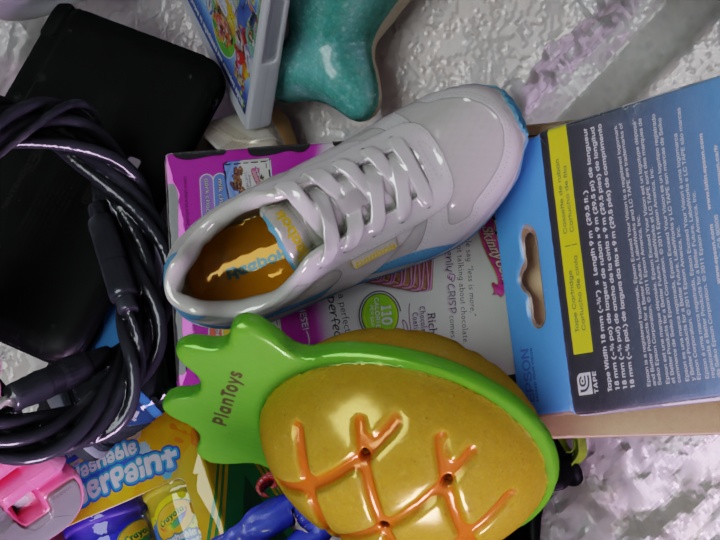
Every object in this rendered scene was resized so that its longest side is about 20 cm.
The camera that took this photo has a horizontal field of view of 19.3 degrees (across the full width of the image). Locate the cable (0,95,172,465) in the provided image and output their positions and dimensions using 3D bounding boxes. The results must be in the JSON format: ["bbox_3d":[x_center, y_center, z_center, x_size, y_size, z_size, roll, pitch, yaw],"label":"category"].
[{"bbox_3d":[-0.169,-0.001,1.122,0.051,0.163,0.200,-32,31,59],"label":"cable"}]

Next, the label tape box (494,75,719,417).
[{"bbox_3d":[0.152,-0.008,1.016,0.200,0.063,0.145,-13,82,57],"label":"label tape box"}]

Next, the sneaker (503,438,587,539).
[{"bbox_3d":[0.051,0.157,1.147,0.083,0.072,0.200,40,110,24],"label":"sneaker"}]

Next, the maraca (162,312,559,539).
[{"bbox_3d":[0.001,0.080,1.053,0.199,0.107,0.137,17,134,-2],"label":"maraca"}]

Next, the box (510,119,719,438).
[{"bbox_3d":[0.176,0.002,1.066,0.199,0.021,0.164,-3,87,16],"label":"box"}]

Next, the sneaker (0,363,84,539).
[{"bbox_3d":[-0.231,0.071,1.193,0.079,0.200,0.095,-31,39,-10],"label":"sneaker"}]

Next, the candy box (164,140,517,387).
[{"bbox_3d":[0.000,0.000,1.138,0.199,0.061,0.137,-3,86,3],"label":"candy box"}]

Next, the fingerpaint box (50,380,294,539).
[{"bbox_3d":[-0.139,0.176,1.264,0.200,0.073,0.167,-25,75,29],"label":"fingerpaint box"}]

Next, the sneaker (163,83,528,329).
[{"bbox_3d":[-0.006,-0.027,1.055,0.200,0.081,0.077,-31,85,11],"label":"sneaker"}]

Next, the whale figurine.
[{"bbox_3d":[-0.013,-0.187,1.175,0.159,0.104,0.201,19,99,31],"label":"whale figurine"}]

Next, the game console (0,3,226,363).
[{"bbox_3d":[-0.184,-0.043,1.258,0.175,0.116,0.200,21,73,18],"label":"game console"}]

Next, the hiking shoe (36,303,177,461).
[{"bbox_3d":[-0.128,0.022,1.233,0.086,0.074,0.200,-23,43,21],"label":"hiking shoe"}]

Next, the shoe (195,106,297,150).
[{"bbox_3d":[-0.041,-0.004,1.210,0.070,0.053,0.200,-45,63,41],"label":"shoe"}]

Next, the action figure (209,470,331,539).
[{"bbox_3d":[-0.031,0.139,1.169,0.200,0.052,0.065,-36,75,-12],"label":"action figure"}]

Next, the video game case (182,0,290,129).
[{"bbox_3d":[-0.070,-0.198,1.178,0.200,0.018,0.143,103,148,-48],"label":"video game case"}]

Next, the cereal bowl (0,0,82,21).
[{"bbox_3d":[-0.192,-0.205,1.235,0.200,0.200,0.084,-33,74,27],"label":"cereal bowl"}]
